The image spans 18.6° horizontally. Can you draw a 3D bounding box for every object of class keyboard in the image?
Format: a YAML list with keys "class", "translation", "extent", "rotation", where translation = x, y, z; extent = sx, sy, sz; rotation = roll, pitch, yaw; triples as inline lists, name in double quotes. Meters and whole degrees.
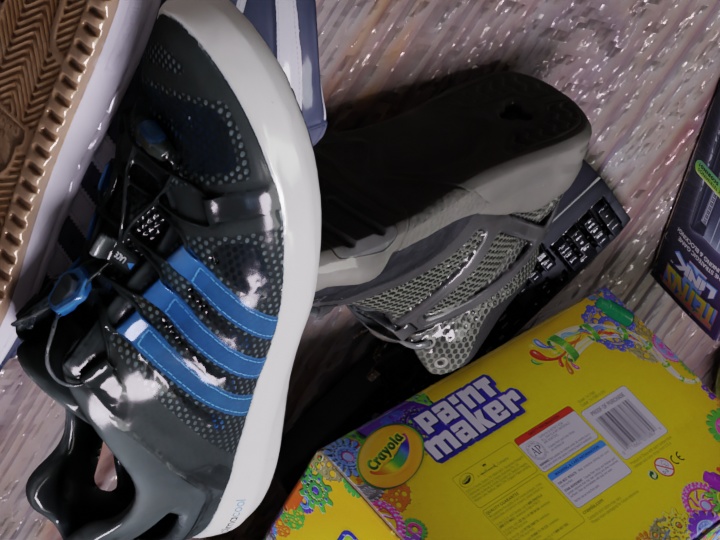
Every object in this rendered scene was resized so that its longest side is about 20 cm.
- class: "keyboard"
  translation: [0.043, 0.037, 0.976]
  extent: [0.200, 0.040, 0.104]
  rotation: [-45, 150, 3]

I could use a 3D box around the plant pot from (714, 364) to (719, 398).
- class: "plant pot"
  translation: [0.269, 0.118, 1.217]
  extent: [0.200, 0.200, 0.190]
  rotation: [-34, 135, -13]

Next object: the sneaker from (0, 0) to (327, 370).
- class: "sneaker"
  translation: [-0.084, -0.029, 0.720]
  extent: [0.108, 0.070, 0.200]
  rotation: [1, 126, -47]

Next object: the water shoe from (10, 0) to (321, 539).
- class: "water shoe"
  translation: [-0.062, 0.012, 0.661]
  extent: [0.079, 0.071, 0.201]
  rotation: [-18, 132, -28]

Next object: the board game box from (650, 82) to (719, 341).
- class: "board game box"
  translation: [0.248, -0.069, 1.058]
  extent: [0.200, 0.057, 0.166]
  rotation: [-22, 143, -30]

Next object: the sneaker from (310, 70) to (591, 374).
- class: "sneaker"
  translation: [0.000, 0.000, 0.844]
  extent: [0.199, 0.076, 0.115]
  rotation: [-22, 138, -39]

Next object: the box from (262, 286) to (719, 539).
- class: "box"
  translation: [0.051, 0.141, 0.978]
  extent: [0.200, 0.122, 0.193]
  rotation: [-26, 155, -44]
